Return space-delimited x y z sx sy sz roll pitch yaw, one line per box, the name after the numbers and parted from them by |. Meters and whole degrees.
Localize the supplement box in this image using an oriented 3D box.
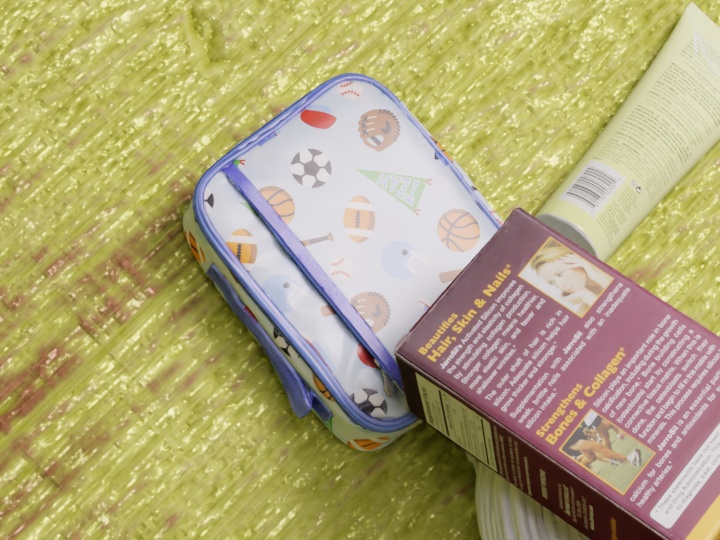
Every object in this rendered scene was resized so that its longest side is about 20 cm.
0.130 0.073 1.340 0.200 0.086 0.110 34 72 21 | supplement box

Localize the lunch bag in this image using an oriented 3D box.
0.000 0.000 1.449 0.160 0.076 0.200 -37 85 -22 | lunch bag

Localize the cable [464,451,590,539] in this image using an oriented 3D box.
0.165 0.139 1.453 0.199 0.069 0.201 -5 74 -18 | cable

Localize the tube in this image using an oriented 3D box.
0.180 -0.078 1.545 0.200 0.052 0.058 -49 132 -27 | tube
